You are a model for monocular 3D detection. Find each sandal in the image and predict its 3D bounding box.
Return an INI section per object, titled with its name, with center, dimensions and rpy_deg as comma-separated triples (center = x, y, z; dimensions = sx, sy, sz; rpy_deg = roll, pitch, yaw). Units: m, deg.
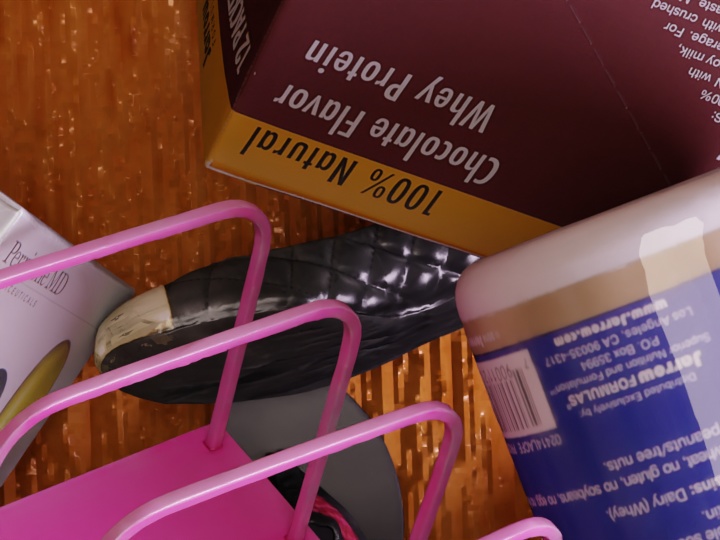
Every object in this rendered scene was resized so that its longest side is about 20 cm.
[sandal]
center = -0.022, 0.125, 0.825
dimensions = 0.075, 0.045, 0.201
rpy_deg = 5, 71, -5

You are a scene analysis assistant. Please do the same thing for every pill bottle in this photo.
[pill bottle]
center = 0.111, 0.075, 0.684
dimensions = 0.115, 0.116, 0.201
rpy_deg = -21, 90, -5

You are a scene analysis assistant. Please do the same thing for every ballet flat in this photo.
[ballet flat]
center = 0.000, 0.000, 0.839
dimensions = 0.199, 0.067, 0.057
rpy_deg = -16, 64, -19

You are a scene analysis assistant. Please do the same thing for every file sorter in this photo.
[file sorter]
center = -0.032, 0.095, 0.676
dimensions = 0.138, 0.126, 0.200
rpy_deg = -20, 51, -34

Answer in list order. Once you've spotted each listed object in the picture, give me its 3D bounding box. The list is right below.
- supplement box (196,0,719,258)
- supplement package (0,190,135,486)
[supplement box]
center = 0.075, -0.115, 0.754
dimensions = 0.196, 0.133, 0.201
rpy_deg = 18, 121, -17
[supplement package]
center = -0.200, 0.036, 0.765
dimensions = 0.150, 0.152, 0.201
rpy_deg = 34, 86, 12
